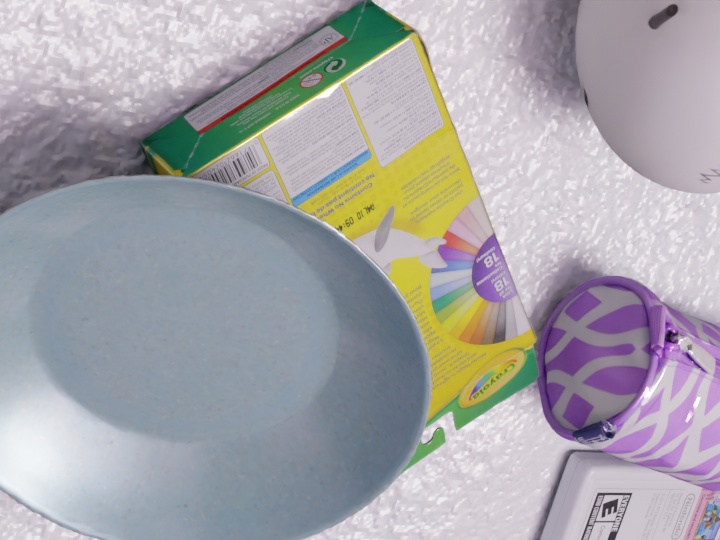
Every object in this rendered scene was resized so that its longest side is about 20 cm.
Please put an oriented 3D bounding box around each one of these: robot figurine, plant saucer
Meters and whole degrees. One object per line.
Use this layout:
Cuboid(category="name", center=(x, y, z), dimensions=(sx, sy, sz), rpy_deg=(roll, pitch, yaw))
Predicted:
Cuboid(category="robot figurine", center=(0.186, -0.101, 0.882), dimensions=(0.199, 0.125, 0.151), rpy_deg=(-10, 115, -27))
Cuboid(category="plant saucer", center=(-0.071, 0.032, 0.815), dimensions=(0.199, 0.039, 0.202), rpy_deg=(2, 129, 2))

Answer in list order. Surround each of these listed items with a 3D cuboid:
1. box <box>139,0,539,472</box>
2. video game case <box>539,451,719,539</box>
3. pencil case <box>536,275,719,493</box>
Cuboid(category="box", center=(0.000, 0.000, 0.873), dimensions=(0.117, 0.048, 0.201), rpy_deg=(-33, 126, -12))
Cuboid(category="video game case", center=(0.153, 0.188, 1.089), dimensions=(0.181, 0.022, 0.201), rpy_deg=(5, 112, -33))
Cuboid(category="pencil case", center=(0.173, 0.061, 0.986), dimensions=(0.199, 0.084, 0.085), rpy_deg=(20, 142, -39))
